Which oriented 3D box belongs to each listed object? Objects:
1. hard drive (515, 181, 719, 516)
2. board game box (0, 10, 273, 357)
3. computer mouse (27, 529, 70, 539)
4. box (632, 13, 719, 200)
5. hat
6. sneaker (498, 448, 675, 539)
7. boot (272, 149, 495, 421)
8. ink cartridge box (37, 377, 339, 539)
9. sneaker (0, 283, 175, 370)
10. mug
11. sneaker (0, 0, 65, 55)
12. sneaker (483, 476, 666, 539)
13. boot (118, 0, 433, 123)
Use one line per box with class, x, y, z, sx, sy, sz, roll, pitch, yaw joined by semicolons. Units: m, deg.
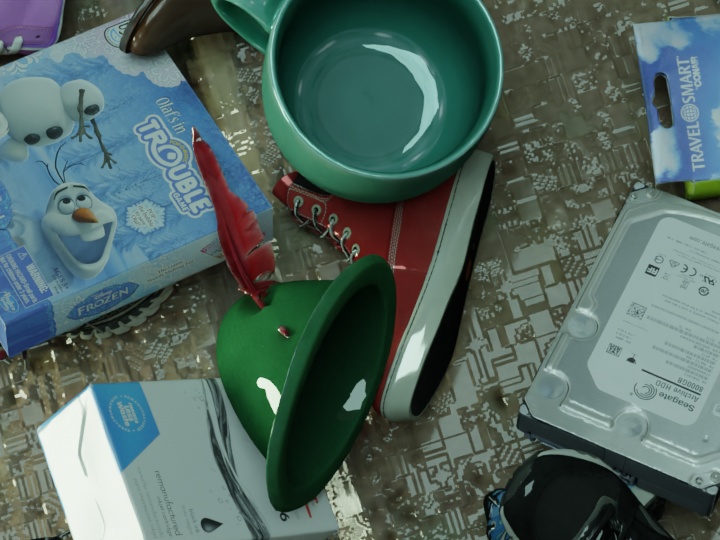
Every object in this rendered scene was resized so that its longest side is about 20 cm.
hard drive;0.203;0.047;1.627;0.140;0.038;0.200;23;62;13
board game box;-0.192;-0.063;1.684;0.199;0.043;0.200;-25;59;-19
computer mouse;-0.180;0.155;1.671;0.200;0.034;0.059;-42;74;-6
box;0.289;-0.117;1.681;0.200;0.048;0.122;-6;73;0
hat;-0.086;0.039;1.573;0.176;0.200;0.166;20;117;17
sneaker;0.173;0.178;1.533;0.076;0.200;0.088;-56;33;-5
boot;0.000;0.000;1.678;0.144;0.072;0.200;11;67;10
ink cartridge box;-0.093;0.132;1.583;0.068;0.200;0.116;-39;64;39
sneaker;-0.214;0.013;1.695;0.200;0.075;0.081;-22;72;-1
mug;0.004;-0.135;1.628;0.152;0.114;0.185;-26;82;-9
sneaker;-0.277;-0.156;1.756;0.114;0.073;0.201;33;104;-20
sneaker;0.104;0.189;1.616;0.200;0.078;0.090;-41;64;-15
boot;-0.038;-0.146;1.711;0.186;0.064;0.200;-39;77;-23
